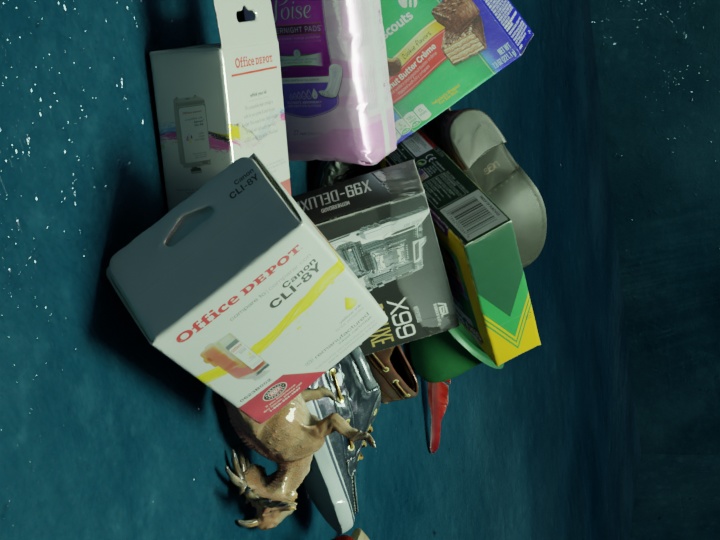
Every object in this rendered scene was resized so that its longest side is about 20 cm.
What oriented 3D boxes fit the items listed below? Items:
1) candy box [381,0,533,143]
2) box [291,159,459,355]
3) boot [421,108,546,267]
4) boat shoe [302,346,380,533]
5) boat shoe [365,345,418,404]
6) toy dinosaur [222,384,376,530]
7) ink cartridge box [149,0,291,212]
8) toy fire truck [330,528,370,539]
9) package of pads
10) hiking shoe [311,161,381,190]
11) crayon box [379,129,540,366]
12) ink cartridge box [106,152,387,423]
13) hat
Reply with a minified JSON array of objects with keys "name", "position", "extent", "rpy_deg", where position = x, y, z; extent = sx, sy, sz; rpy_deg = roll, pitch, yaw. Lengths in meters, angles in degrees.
[{"name":"candy box","position":[0.040,-0.252,1.216],"extent":[0.200,0.169,0.077],"rpy_deg":[51,29,-10]},{"name":"box","position":[0.000,0.000,1.190],"extent":[0.200,0.158,0.050],"rpy_deg":[72,2,-48]},{"name":"boot","position":[0.119,-0.107,1.342],"extent":[0.200,0.069,0.174],"rpy_deg":[65,-8,-17]},{"name":"boat shoe","position":[-0.016,0.164,1.225],"extent":[0.091,0.071,0.200],"rpy_deg":[-28,122,-22]},{"name":"boat shoe","position":[0.015,0.069,1.381],"extent":[0.070,0.070,0.200],"rpy_deg":[-72,151,-41]},{"name":"toy dinosaur","position":[-0.082,0.133,1.103],"extent":[0.200,0.135,0.086],"rpy_deg":[61,-13,-12]},{"name":"ink cartridge box","position":[-0.114,-0.128,1.034],"extent":[0.116,0.067,0.200],"rpy_deg":[-34,122,-67]},{"name":"toy fire truck","position":[-0.014,0.325,1.244],"extent":[0.200,0.129,0.176],"rpy_deg":[-133,-153,-56]},{"name":"package of pads","position":[-0.037,-0.197,1.146],"extent":[0.076,0.120,0.200],"rpy_deg":[-35,122,-55]},{"name":"hiking shoe","position":[-0.002,-0.153,1.339],"extent":[0.074,0.087,0.200],"rpy_deg":[38,74,-37]},{"name":"crayon box","position":[0.098,-0.027,1.274],"extent":[0.200,0.058,0.173],"rpy_deg":[53,-12,47]},{"name":"ink cartridge box","position":[-0.083,0.021,0.977],"extent":[0.083,0.145,0.200],"rpy_deg":[52,1,31]},{"name":"hat","position":[0.074,0.118,1.619],"extent":[0.200,0.176,0.166],"rpy_deg":[53,17,13]}]
